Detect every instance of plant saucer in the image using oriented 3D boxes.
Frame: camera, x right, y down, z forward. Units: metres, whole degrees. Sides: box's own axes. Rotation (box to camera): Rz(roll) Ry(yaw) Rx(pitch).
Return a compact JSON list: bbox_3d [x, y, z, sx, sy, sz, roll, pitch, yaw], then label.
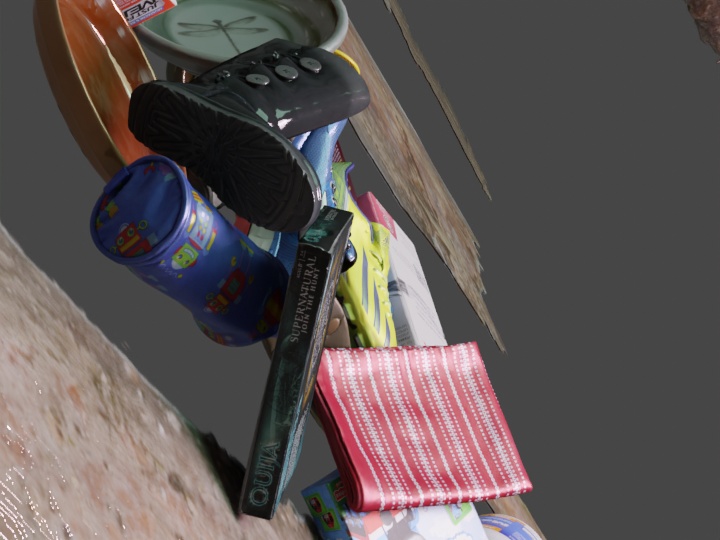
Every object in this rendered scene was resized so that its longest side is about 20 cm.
[{"bbox_3d":[-0.111,-0.203,1.659,0.201,0.199,0.050,-98,-164,-54],"label":"plant saucer"},{"bbox_3d":[-0.185,-0.131,1.453,0.200,0.032,0.201,-23,90,-79],"label":"plant saucer"}]

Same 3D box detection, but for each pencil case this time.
[{"bbox_3d":[-0.117,-0.011,1.405,0.087,0.078,0.200,43,-1,29],"label":"pencil case"}]

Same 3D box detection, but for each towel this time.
[{"bbox_3d":[0.046,0.124,1.628,0.199,0.022,0.145,0,61,-41],"label":"towel"}]

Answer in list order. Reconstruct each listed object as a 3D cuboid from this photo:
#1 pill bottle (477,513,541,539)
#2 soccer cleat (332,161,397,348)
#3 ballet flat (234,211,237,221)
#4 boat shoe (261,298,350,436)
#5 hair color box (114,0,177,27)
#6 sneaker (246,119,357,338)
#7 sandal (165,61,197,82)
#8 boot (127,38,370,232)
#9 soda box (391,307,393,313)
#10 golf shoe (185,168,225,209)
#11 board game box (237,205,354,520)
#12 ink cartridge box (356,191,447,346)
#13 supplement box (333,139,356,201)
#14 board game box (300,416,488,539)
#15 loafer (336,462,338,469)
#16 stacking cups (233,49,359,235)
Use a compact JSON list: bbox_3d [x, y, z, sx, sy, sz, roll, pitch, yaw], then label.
[{"bbox_3d":[0.107,0.282,1.797,0.200,0.112,0.113,10,57,-78],"label":"pill bottle"},{"bbox_3d":[0.000,-0.001,1.705,0.201,0.083,0.065,68,-23,5],"label":"soccer cleat"},{"bbox_3d":[-0.060,0.014,1.754,0.067,0.057,0.200,-51,123,-33],"label":"ballet flat"},{"bbox_3d":[-0.044,0.068,1.659,0.068,0.072,0.201,32,-25,55],"label":"boat shoe"},{"bbox_3d":[-0.217,-0.273,1.512,0.200,0.064,0.111,45,23,-65],"label":"hair color box"},{"bbox_3d":[-0.041,-0.037,1.572,0.079,0.089,0.201,121,-14,-77],"label":"sneaker"},{"bbox_3d":[-0.145,-0.206,1.763,0.200,0.054,0.081,-70,145,-53],"label":"sandal"},{"bbox_3d":[-0.052,-0.104,1.464,0.165,0.066,0.200,36,26,17],"label":"boot"},{"bbox_3d":[-0.036,-0.043,1.895,0.064,0.068,0.201,46,23,-63],"label":"soda box"},{"bbox_3d":[-0.105,-0.093,1.620,0.077,0.088,0.200,61,10,-17],"label":"golf shoe"},{"bbox_3d":[-0.045,0.063,1.431,0.135,0.028,0.201,-62,166,-76],"label":"board game box"},{"bbox_3d":[0.025,0.048,1.961,0.146,0.084,0.201,47,20,-60],"label":"ink cartridge box"},{"bbox_3d":[-0.069,-0.119,1.774,0.109,0.061,0.201,-64,141,-55],"label":"supplement box"},{"bbox_3d":[0.047,0.238,1.621,0.151,0.036,0.201,-28,96,-49],"label":"board game box"},{"bbox_3d":[0.014,0.158,1.743,0.201,0.073,0.071,-85,155,-48],"label":"loafer"},{"bbox_3d":[-0.058,-0.092,1.663,0.061,0.060,0.201,52,50,-52],"label":"stacking cups"}]
